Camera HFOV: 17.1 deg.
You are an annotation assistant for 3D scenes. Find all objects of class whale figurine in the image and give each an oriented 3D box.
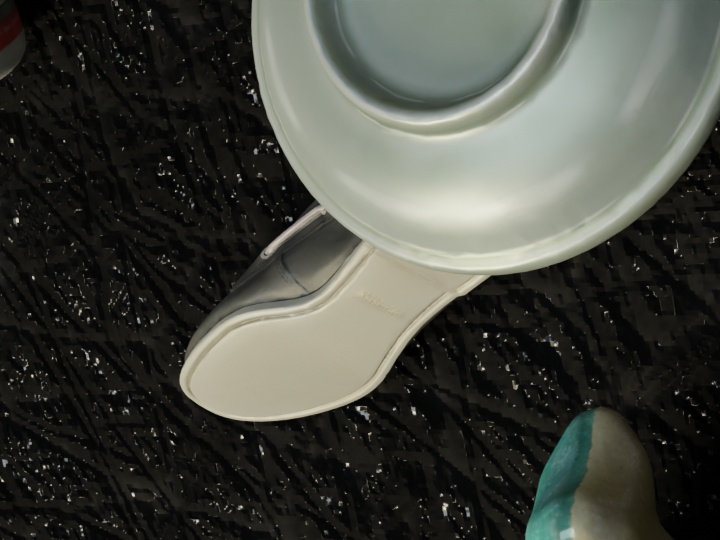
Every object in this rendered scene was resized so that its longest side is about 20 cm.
[{"bbox_3d":[0.081,0.150,0.862,0.104,0.159,0.200,-6,119,18],"label":"whale figurine"}]

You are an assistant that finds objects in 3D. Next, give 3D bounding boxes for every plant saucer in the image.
[{"bbox_3d":[0.036,-0.099,0.836,0.200,0.050,0.200,-3,85,31],"label":"plant saucer"}]

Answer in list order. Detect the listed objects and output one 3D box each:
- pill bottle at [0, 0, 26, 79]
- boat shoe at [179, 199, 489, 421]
[{"bbox_3d":[-0.225,-0.163,0.999,0.116,0.116,0.200,-2,114,39],"label":"pill bottle"},{"bbox_3d":[0.000,0.000,0.950,0.067,0.057,0.200,33,138,-20],"label":"boat shoe"}]
